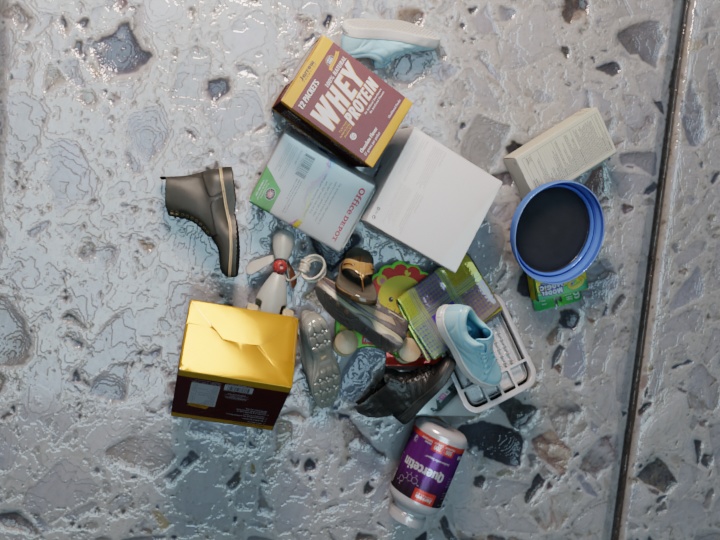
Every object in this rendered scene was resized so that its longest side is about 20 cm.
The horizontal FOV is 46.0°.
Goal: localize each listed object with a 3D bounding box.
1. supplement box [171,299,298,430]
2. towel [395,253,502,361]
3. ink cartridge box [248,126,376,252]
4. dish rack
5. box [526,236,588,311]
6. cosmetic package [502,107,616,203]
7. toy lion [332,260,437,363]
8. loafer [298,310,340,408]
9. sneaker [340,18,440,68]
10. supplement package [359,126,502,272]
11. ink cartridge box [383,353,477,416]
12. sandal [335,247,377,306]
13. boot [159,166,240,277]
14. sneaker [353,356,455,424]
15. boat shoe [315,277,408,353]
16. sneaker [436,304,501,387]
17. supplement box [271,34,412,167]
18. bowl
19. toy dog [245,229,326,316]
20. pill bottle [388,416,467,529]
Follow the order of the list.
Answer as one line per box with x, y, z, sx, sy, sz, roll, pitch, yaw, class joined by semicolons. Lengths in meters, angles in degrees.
-0.227;0.175;1.521;0.193;0.201;0.135;10;57;-12;supplement box
0.173;0.067;1.645;0.198;0.023;0.145;-30;90;-25;towel
-0.088;-0.150;1.580;0.197;0.088;0.147;29;102;-10;ink cartridge box
0.240;0.165;1.686;0.169;0.044;0.203;-23;83;-15;dish rack
0.392;-0.023;1.722;0.115;0.048;0.204;-13;100;-9;box
0.396;-0.229;1.685;0.198;0.073;0.105;-30;102;-6;cosmetic package
0.050;0.077;1.651;0.195;0.069;0.196;6;80;-5;toy lion
-0.082;0.171;1.642;0.069;0.070;0.204;-15;116;-21;loafer
0.053;-0.425;1.608;0.195;0.075;0.083;2;126;-16;sneaker
0.123;-0.134;1.604;0.197;0.147;0.194;29;91;-13;supplement package
0.145;0.201;1.701;0.195;0.044;0.178;2;97;-11;ink cartridge box
0.000;0.000;1.569;0.080;0.201;0.055;15;118;-3;sandal
-0.295;-0.084;1.573;0.135;0.077;0.205;-5;84;-6;boot
0.086;0.219;1.632;0.104;0.060;0.201;38;106;-7;sneaker
0.005;0.073;1.591;0.199;0.075;0.074;37;61;-3;boat shoe
0.220;0.145;1.582;0.201;0.081;0.074;50;55;-25;sneaker
-0.038;-0.296;1.527;0.196;0.200;0.134;34;90;-12;supplement box
0.381;-0.076;1.656;0.196;0.039;0.205;-4;105;-16;bowl
-0.163;0.034;1.611;0.131;0.096;0.202;34;74;-10;toy dog
0.128;0.401;1.684;0.111;0.112;0.204;22;92;-12;pill bottle
